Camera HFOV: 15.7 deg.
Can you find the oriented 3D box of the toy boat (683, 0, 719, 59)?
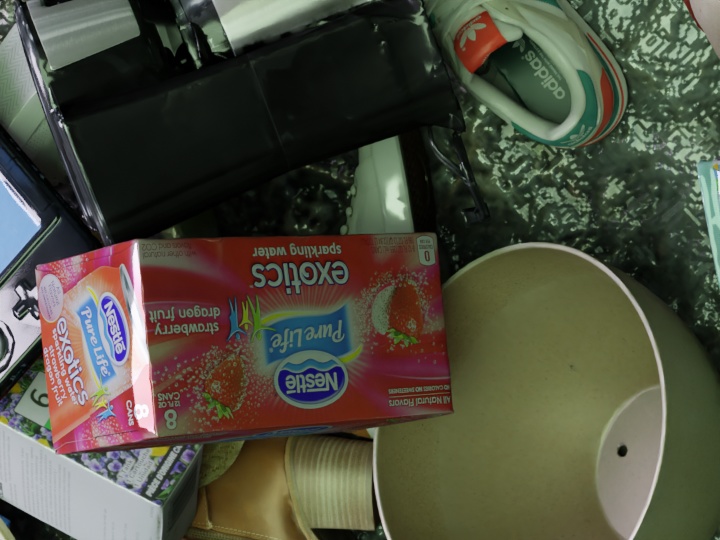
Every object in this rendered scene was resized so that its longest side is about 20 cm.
[{"bbox_3d":[0.263,-0.182,1.335,0.199,0.131,0.131,-10,68,17],"label":"toy boat"}]

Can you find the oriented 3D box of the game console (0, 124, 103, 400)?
[{"bbox_3d":[-0.262,-0.016,1.353,0.172,0.119,0.200,-47,65,11],"label":"game console"}]

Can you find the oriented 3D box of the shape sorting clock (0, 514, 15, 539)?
[{"bbox_3d":[-0.277,0.158,1.529,0.200,0.039,0.200,22,143,18],"label":"shape sorting clock"}]

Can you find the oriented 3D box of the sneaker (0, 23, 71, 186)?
[{"bbox_3d":[-0.188,-0.054,1.464,0.200,0.116,0.074,-46,51,6],"label":"sneaker"}]

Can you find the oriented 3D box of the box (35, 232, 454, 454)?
[{"bbox_3d":[-0.056,0.036,1.333,0.095,0.200,0.100,-12,82,49],"label":"box"}]

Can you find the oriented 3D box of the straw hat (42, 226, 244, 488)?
[{"bbox_3d":[-0.136,0.030,1.480,0.201,0.085,0.201,14,128,18],"label":"straw hat"}]

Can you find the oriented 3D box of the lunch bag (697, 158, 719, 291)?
[{"bbox_3d":[0.277,0.024,1.354,0.170,0.122,0.201,-11,91,16],"label":"lunch bag"}]

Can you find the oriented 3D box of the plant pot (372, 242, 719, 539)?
[{"bbox_3d":[0.124,0.097,1.386,0.200,0.134,0.201,-15,68,42],"label":"plant pot"}]

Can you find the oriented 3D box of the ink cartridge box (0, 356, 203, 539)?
[{"bbox_3d":[-0.185,0.088,1.437,0.200,0.109,0.050,28,63,8],"label":"ink cartridge box"}]

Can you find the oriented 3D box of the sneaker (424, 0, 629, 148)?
[{"bbox_3d":[0.063,-0.144,1.397,0.070,0.093,0.200,-42,87,18],"label":"sneaker"}]

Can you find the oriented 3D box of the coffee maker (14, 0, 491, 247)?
[{"bbox_3d":[-0.058,-0.084,1.342,0.200,0.135,0.193,-23,78,-3],"label":"coffee maker"}]

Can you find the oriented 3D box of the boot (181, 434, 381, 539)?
[{"bbox_3d":[-0.056,0.189,1.501,0.154,0.074,0.201,-1,88,20],"label":"boot"}]

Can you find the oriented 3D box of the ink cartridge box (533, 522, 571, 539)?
[{"bbox_3d":[0.133,0.275,1.478,0.200,0.043,0.197,36,106,5],"label":"ink cartridge box"}]

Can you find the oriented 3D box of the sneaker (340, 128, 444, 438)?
[{"bbox_3d":[0.000,0.000,1.450,0.084,0.073,0.201,-2,100,13],"label":"sneaker"}]
